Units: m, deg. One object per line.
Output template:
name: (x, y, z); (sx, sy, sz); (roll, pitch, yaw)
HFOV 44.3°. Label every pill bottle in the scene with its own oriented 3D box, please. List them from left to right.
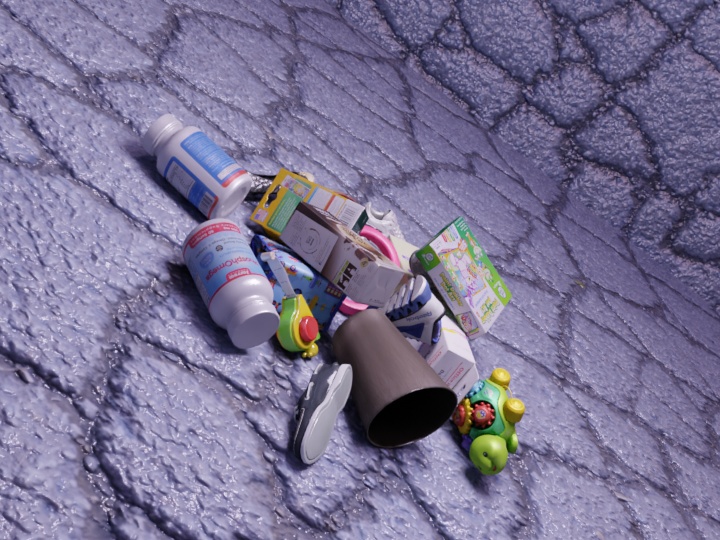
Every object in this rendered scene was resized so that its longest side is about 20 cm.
pill bottle: (-0.304, -0.193, 1.631); (0.200, 0.113, 0.112); (43, 25, 5)
pill bottle: (-0.205, 0.022, 1.415); (0.108, 0.109, 0.201); (10, 38, -47)

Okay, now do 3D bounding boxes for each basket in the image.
basket: (0.043, 0.173, 1.487); (0.177, 0.138, 0.201); (-1, 40, -34)

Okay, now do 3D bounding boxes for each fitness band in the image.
fitness band: (0.000, 0.000, 1.739); (0.143, 0.037, 0.201); (37, 50, -7)

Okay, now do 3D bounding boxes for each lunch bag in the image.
lunch bag: (-0.122, 0.001, 1.610); (0.148, 0.095, 0.201); (25, 18, -24)

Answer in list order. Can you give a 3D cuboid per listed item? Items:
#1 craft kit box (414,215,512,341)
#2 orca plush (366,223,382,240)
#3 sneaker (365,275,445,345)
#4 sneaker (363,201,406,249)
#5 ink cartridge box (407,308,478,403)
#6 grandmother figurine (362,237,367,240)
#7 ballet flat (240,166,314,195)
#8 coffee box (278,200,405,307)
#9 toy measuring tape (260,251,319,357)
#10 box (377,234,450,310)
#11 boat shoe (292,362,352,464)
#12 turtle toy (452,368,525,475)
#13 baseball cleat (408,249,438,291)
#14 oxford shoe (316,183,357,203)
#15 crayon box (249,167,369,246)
craft kit box: (0.206, 0.011, 1.731); (0.200, 0.048, 0.200); (59, 31, -5)
orca plush: (-0.054, -0.093, 1.809); (0.198, 0.072, 0.105); (25, 6, -38)
sneaker: (0.084, 0.098, 1.609); (0.115, 0.198, 0.081); (41, 46, -18)
sneaker: (0.067, -0.071, 1.965); (0.198, 0.100, 0.075); (35, 22, -13)
ink cartridge box: (0.144, 0.165, 1.645); (0.067, 0.118, 0.201); (28, 23, -22)
grandmother figurine: (-0.070, -0.091, 1.858); (0.197, 0.061, 0.123); (23, 38, -27)
ballet flat: (-0.174, -0.187, 1.810); (0.197, 0.058, 0.066); (-8, 23, -39)
coffee box: (-0.033, -0.028, 1.551); (0.199, 0.081, 0.112); (39, 11, 25)
toy measuring tape: (-0.121, 0.068, 1.450); (0.074, 0.072, 0.203); (-89, 157, -60)
box: (0.124, 0.049, 1.847); (0.174, 0.097, 0.202); (22, 30, -32)
boat shoe: (-0.069, 0.215, 1.346); (0.059, 0.077, 0.201); (5, 29, 18)
turtle toy: (0.224, 0.277, 1.579); (0.099, 0.148, 0.202); (4, 36, -17)
baseball cleat: (0.160, 0.002, 1.797); (0.199, 0.070, 0.107); (35, 17, -34)
oxford shoe: (-0.085, -0.163, 1.942); (0.198, 0.071, 0.075); (16, 27, -43)
crayon box: (-0.098, -0.099, 1.699); (0.197, 0.127, 0.052); (27, -14, 20)
